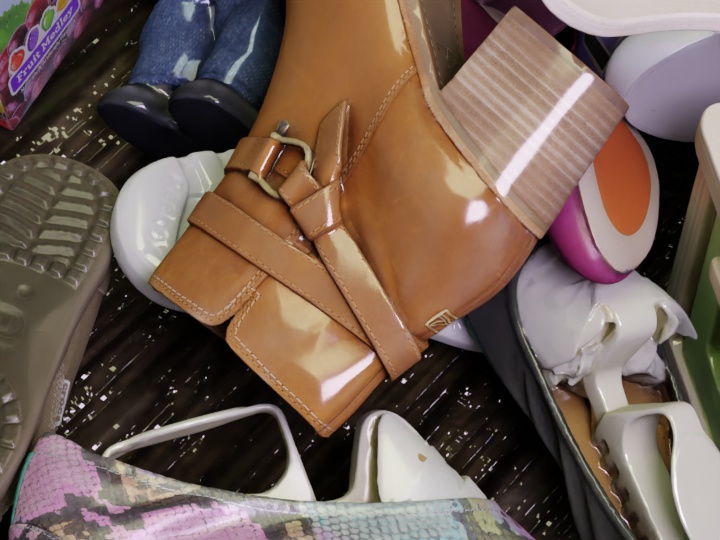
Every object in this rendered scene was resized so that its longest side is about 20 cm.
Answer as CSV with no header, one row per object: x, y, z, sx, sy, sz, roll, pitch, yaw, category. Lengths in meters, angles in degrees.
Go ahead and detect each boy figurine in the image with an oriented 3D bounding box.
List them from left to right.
-0.041,-0.136,1.068,0.124,0.064,0.201,-4,58,39,boy figurine

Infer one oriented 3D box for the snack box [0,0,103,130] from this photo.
-0.115,-0.176,1.060,0.053,0.143,0.201,22,64,18,snack box

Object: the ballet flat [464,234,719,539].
0.095,0.047,0.963,0.068,0.068,0.201,-15,70,-31,ballet flat

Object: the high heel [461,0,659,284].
0.051,-0.046,1.008,0.096,0.067,0.201,-33,32,20,high heel

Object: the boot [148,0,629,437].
-0.018,-0.050,0.953,0.155,0.077,0.200,-49,62,4,boot

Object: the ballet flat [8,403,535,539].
-0.020,0.082,0.938,0.199,0.069,0.072,4,78,-10,ballet flat

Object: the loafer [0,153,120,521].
-0.139,0.050,0.968,0.076,0.068,0.201,23,58,14,loafer

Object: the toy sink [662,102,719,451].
0.177,0.012,0.934,0.111,0.200,0.131,-10,58,-10,toy sink

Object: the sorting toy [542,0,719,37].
0.109,-0.155,0.949,0.199,0.107,0.181,2,55,-11,sorting toy

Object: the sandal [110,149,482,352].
0.000,-0.007,1.019,0.201,0.050,0.083,9,61,-22,sandal

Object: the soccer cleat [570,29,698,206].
0.113,-0.100,1.094,0.073,0.068,0.201,8,57,30,soccer cleat

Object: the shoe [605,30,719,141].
0.165,-0.114,1.015,0.199,0.072,0.091,-14,61,-22,shoe
